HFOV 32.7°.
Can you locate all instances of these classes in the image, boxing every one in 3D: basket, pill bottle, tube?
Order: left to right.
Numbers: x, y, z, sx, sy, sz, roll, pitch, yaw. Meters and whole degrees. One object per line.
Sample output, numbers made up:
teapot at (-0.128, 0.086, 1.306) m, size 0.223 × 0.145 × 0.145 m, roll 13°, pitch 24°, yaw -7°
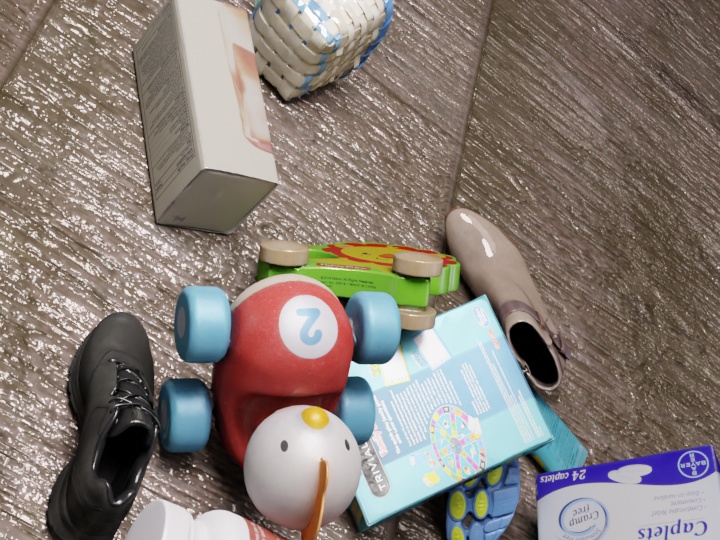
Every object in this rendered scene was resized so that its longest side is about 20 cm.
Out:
pill bottle at (-0.088, 0.255, 0.949) m, size 0.198 × 0.112 × 0.113 m, roll 31°, pitch 46°, yaw -23°
basket at (-0.028, -0.292, 1.323) m, size 0.140 × 0.176 × 0.199 m, roll 49°, pitch 53°, yaw 2°
tube at (0.175, 0.150, 1.309) m, size 0.200 × 0.050 × 0.078 m, roll 48°, pitch 46°, yaw -13°

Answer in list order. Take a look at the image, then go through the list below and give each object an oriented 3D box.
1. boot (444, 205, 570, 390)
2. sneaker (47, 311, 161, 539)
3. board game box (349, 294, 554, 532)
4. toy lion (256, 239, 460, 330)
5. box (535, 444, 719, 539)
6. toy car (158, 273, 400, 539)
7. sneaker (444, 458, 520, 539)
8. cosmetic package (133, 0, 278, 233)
boot at (0.159, 0.033, 1.317) m, size 0.201 × 0.070 × 0.147 m, roll 50°, pitch 13°, yaw -16°
sneaker at (-0.188, 0.116, 0.969) m, size 0.075 × 0.091 × 0.203 m, roll 20°, pitch 50°, yaw -28°
board game box at (0.059, 0.132, 1.148) m, size 0.197 × 0.047 × 0.153 m, roll -21°, pitch 76°, yaw -17°
toy lion at (0.000, 0.000, 1.186) m, size 0.196 × 0.070 × 0.192 m, roll 5°, pitch 11°, yaw -3°
box at (0.271, 0.290, 1.172) m, size 0.105 × 0.181 × 0.202 m, roll 59°, pitch 25°, yaw -45°
toy car at (-0.048, 0.124, 0.973) m, size 0.181 × 0.179 × 0.201 m, roll 2°, pitch 33°, yaw -23°
sneaker at (0.117, 0.180, 1.212) m, size 0.069 × 0.083 × 0.203 m, roll 8°, pitch 69°, yaw -7°
cosmetic package at (-0.150, -0.150, 1.173) m, size 0.086 × 0.103 × 0.203 m, roll 9°, pitch 59°, yaw -36°
